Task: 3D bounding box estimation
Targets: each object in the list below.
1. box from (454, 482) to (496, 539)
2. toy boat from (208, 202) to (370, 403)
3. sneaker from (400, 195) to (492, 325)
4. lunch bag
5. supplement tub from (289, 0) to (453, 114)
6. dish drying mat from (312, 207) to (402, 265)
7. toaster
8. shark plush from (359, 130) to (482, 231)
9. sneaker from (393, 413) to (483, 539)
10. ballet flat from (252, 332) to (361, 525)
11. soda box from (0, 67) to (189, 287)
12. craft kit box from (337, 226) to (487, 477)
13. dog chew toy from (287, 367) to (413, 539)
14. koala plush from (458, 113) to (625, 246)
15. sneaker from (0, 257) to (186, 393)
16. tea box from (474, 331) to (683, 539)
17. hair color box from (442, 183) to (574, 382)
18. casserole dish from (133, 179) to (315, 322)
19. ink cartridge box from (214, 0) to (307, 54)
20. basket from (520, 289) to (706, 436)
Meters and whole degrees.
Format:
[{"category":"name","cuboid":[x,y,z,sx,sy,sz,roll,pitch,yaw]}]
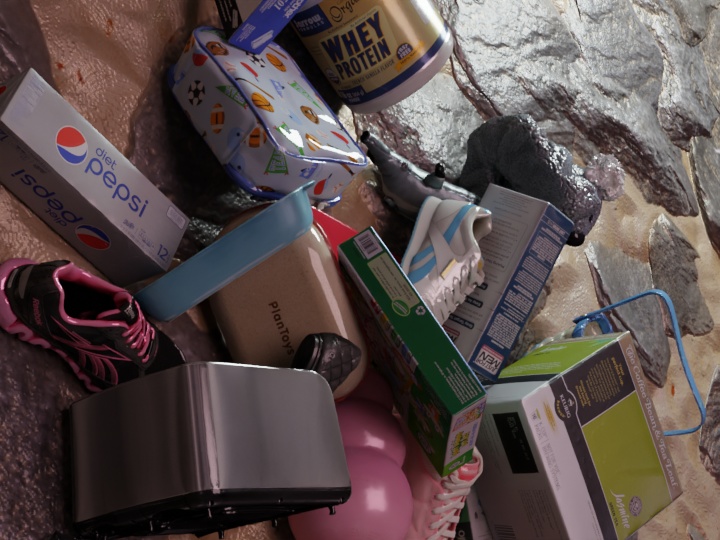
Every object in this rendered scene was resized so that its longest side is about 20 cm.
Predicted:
[{"category":"box","cuboid":[0.157,0.301,1.489,0.143,0.036,0.203,2,76,-50]},{"category":"toy boat","cuboid":[-0.068,0.032,1.259,0.131,0.129,0.203,-61,131,-78]},{"category":"sneaker","cuboid":[0.089,0.006,1.397,0.077,0.079,0.202,70,31,-55]},{"category":"lunch bag","cuboid":[-0.086,-0.144,1.251,0.159,0.076,0.201,4,45,-52]},{"category":"supplement tub","cuboid":[-0.005,-0.288,1.398,0.201,0.143,0.145,53,44,-24]},{"category":"dish drying mat","cuboid":[0.000,0.000,1.411,0.199,0.018,0.078,30,57,-43]},{"category":"toaster","cuboid":[-0.136,0.156,1.071,0.198,0.179,0.121,9,66,-48]},{"category":"shark plush","cuboid":[0.071,-0.108,1.479,0.200,0.083,0.092,48,46,-29]},{"category":"sneaker","cuboid":[0.081,0.247,1.360,0.075,0.104,0.204,-1,80,-52]},{"category":"ballet flat","cuboid":[-0.059,0.150,1.182,0.056,0.067,0.202,19,106,-24]},{"category":"soda box","cuboid":[-0.241,-0.075,1.103,0.200,0.068,0.064,45,47,-31]},{"category":"craft kit box","cuboid":[0.046,0.084,1.263,0.201,0.048,0.198,56,-11,22]},{"category":"dog chew toy","cuboid":[-0.008,0.184,1.267,0.124,0.123,0.203,36,45,-38]},{"category":"koala plush","cuboid":[0.234,-0.096,1.611,0.198,0.177,0.186,7,52,-45]},{"category":"sneaker","cuboid":[-0.209,0.049,1.082,0.199,0.094,0.080,36,51,-40]},{"category":"tea box","cuboid":[0.231,0.201,1.448,0.195,0.133,0.203,-24,97,-36]},{"category":"hair color box","cuboid":[0.149,0.012,1.457,0.060,0.099,0.202,32,85,-41]},{"category":"casserole dish","cuboid":[-0.116,-0.011,1.138,0.039,0.198,0.121,58,3,-3]},{"category":"ink cartridge box","cuboid":[-0.111,-0.319,1.266,0.044,0.094,0.202,15,45,-42]},{"category":"basket","cuboid":[0.310,0.128,1.594,0.139,0.198,0.179,-19,93,-58]}]
